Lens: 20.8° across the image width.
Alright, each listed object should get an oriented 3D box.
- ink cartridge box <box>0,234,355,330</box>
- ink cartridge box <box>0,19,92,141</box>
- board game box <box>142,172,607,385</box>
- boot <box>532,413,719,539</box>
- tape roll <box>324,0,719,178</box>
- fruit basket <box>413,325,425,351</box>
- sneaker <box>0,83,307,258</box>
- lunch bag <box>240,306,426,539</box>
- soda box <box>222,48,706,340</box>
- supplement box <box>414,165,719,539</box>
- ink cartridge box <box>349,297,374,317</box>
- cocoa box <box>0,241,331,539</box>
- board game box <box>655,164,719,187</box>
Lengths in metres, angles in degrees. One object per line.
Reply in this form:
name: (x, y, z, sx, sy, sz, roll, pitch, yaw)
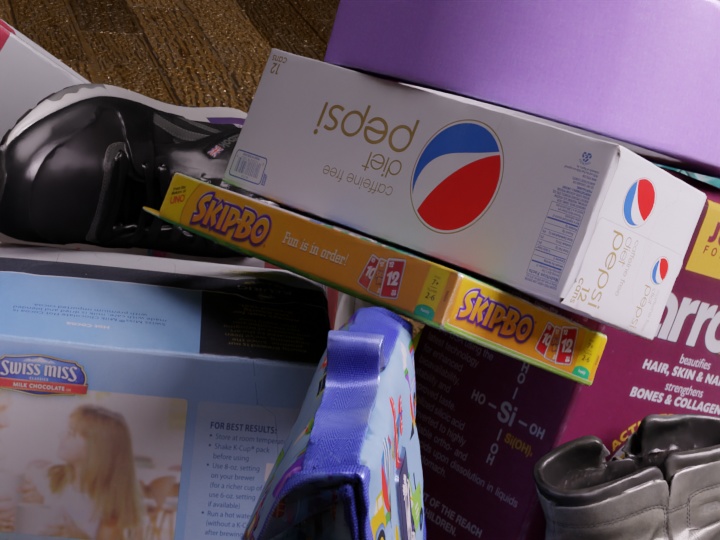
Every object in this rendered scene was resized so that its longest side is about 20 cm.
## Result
ink cartridge box: (-0.107, 0.029, 1.026, 0.198, 0.117, 0.068, 10, 18, 8)
ink cartridge box: (-0.221, -0.066, 1.103, 0.200, 0.145, 0.145, 34, -2, -41)
board game box: (0.000, 0.000, 0.815, 0.095, 0.030, 0.199, 22, -4, -44)
boot: (0.154, 0.123, 0.824, 0.199, 0.132, 0.068, -6, 23, -33)
tape roll: (0.087, -0.094, 0.857, 0.199, 0.066, 0.200, 15, 3, -1)
fruit basket: (0.104, 0.043, 1.044, 0.214, 0.156, 0.216, 22, 10, -4)
sneaker: (-0.085, -0.042, 0.936, 0.087, 0.076, 0.199, 26, 21, 33)
lunch bag: (-0.015, 0.113, 0.687, 0.093, 0.201, 0.151, 8, 19, 6)
soda box: (0.037, -0.034, 0.800, 0.199, 0.064, 0.068, 22, 0, 43)
supplement box: (0.101, 0.051, 0.865, 0.130, 0.201, 0.103, 13, 11, -41)
ink cartridge box: (-0.013, -0.031, 1.092, 0.067, 0.202, 0.115, 10, 14, 11)
cocoa box: (-0.117, 0.071, 0.873, 0.198, 0.134, 0.131, 6, 17, -6)
board game box: (0.123, -0.030, 1.025, 0.199, 0.028, 0.136, -4, 32, 23)
